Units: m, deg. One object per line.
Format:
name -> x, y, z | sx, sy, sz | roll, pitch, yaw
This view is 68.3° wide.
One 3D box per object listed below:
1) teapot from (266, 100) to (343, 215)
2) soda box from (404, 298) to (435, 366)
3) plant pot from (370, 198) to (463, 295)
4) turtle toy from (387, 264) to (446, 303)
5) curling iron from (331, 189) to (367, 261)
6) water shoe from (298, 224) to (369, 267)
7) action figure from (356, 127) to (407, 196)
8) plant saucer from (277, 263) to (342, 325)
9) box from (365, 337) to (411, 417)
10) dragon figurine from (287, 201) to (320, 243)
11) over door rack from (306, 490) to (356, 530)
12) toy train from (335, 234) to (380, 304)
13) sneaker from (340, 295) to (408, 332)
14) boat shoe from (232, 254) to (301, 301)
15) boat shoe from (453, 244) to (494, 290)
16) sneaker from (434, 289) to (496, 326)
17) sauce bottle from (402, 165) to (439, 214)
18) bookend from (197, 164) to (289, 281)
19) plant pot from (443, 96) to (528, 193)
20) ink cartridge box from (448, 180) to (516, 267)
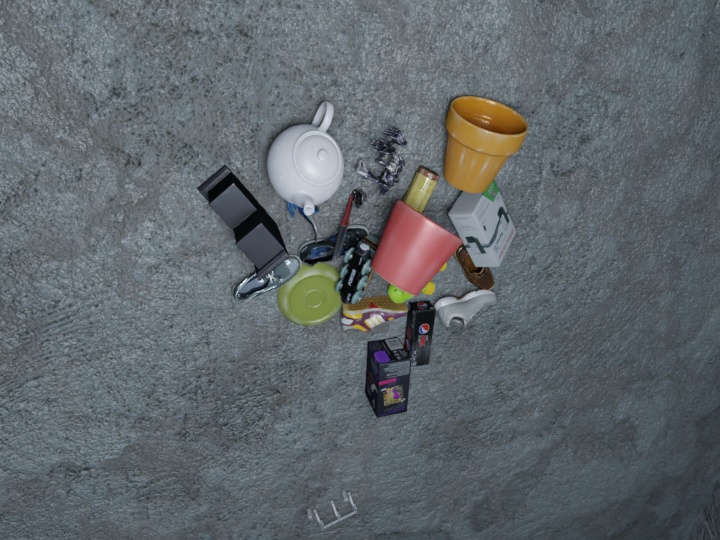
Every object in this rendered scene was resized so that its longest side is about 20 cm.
teapot -> -0.111, -0.250, 1.208 | 0.196, 0.145, 0.202 | -34, 102, -26
soda box -> 0.178, 0.191, 1.618 | 0.069, 0.064, 0.204 | -5, 118, -17
plant pot -> 0.126, -0.050, 1.313 | 0.198, 0.201, 0.179 | 27, 100, -29
turtle toy -> 0.139, 0.008, 1.487 | 0.143, 0.101, 0.203 | 15, 111, -23
curling iron -> -0.034, -0.118, 1.354 | 0.025, 0.049, 0.203 | 32, 76, -43
water shoe -> -0.062, -0.056, 1.397 | 0.197, 0.079, 0.073 | -21, 122, -8
action figure -> 0.058, -0.269, 1.318 | 0.119, 0.101, 0.201 | -51, 166, -20
plant saucer -> -0.131, 0.073, 1.469 | 0.196, 0.031, 0.204 | -8, 118, -15
box -> 0.082, 0.325, 1.619 | 0.104, 0.123, 0.204 | -6, 119, -17
dragon figurine -> -0.154, -0.169, 1.318 | 0.097, 0.059, 0.204 | -8, 114, -12
over door rack -> -0.096, 0.819, 1.836 | 0.146, 0.067, 0.201 | -25, 142, -6
toy train -> 0.000, 0.000, 1.421 | 0.114, 0.085, 0.202 | -39, 155, -47
sneaker -> 0.039, 0.130, 1.540 | 0.196, 0.075, 0.091 | 1, 125, -12
boat shoe -> -0.241, 0.025, 1.380 | 0.197, 0.062, 0.074 | -26, 105, -3
boat shoe -> 0.342, -0.002, 1.572 | 0.072, 0.068, 0.200 | -40, 122, 5
sneaker -> 0.326, 0.122, 1.607 | 0.196, 0.093, 0.076 | -12, 150, -8
sauce bottle -> 0.141, -0.175, 1.418 | 0.065, 0.066, 0.202 | 17, 112, -25
bookend -> -0.272, -0.112, 1.225 | 0.092, 0.201, 0.199 | -37, 123, 3
plant pot -> 0.294, -0.306, 1.339 | 0.196, 0.202, 0.185 | -1, 132, -18
ink cartridge box -> 0.340, -0.129, 1.461 | 0.148, 0.082, 0.201 | -56, 128, -28
